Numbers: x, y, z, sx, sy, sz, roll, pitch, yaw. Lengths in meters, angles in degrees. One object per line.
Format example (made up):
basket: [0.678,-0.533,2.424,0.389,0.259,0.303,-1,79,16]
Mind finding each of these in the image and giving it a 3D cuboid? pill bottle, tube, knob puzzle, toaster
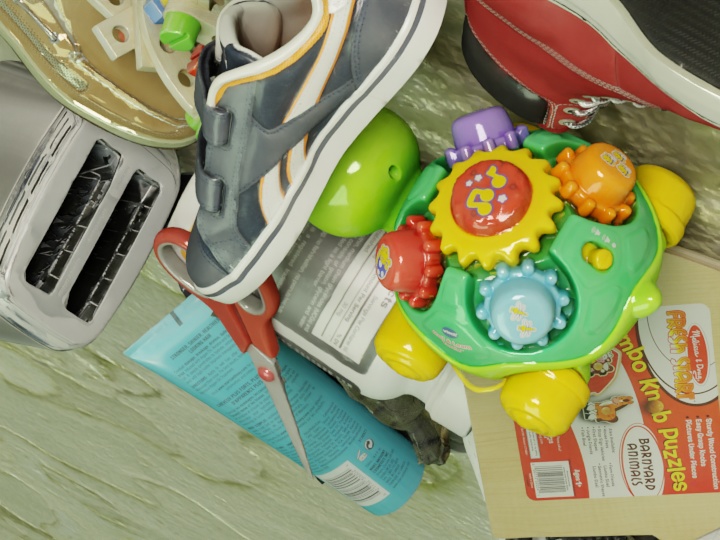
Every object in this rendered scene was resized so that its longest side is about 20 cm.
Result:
pill bottle: [0.000,0.000,1.165,0.200,0.116,0.116,33,157,6]
tube: [-0.045,0.080,1.273,0.200,0.077,0.050,39,-163,-30]
knob puzzle: [0.156,0.060,1.090,0.220,0.030,0.220,5,125,7]
toaster: [-0.201,-0.031,1.277,0.129,0.200,0.114,11,157,47]

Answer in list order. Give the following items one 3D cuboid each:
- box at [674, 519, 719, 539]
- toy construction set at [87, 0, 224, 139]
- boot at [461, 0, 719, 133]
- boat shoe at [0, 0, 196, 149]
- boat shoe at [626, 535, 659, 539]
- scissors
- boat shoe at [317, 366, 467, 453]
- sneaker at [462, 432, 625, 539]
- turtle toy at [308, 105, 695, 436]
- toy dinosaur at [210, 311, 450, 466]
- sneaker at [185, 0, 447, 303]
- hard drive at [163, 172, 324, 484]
box: [0.256,0.226,1.142,0.131,0.199,0.200,4,142,50]
toy construction set: [-0.071,-0.118,1.062,0.131,0.092,0.200,25,168,-21]
boot: [0.123,-0.086,0.889,0.200,0.072,0.144,34,159,25]
boat shoe: [-0.162,-0.146,1.175,0.200,0.072,0.076,35,146,0]
boat shoe: [0.165,0.145,1.274,0.074,0.073,0.200,35,158,0]
scissors: [-0.050,0.048,1.151,0.073,0.014,0.200,-1,130,41]
boat shoe: [-0.001,0.052,1.324,0.060,0.076,0.200,-6,133,50]
sneaker: [0.103,0.121,1.241,0.080,0.074,0.200,134,124,-77]
turtle toy: [0.055,-0.020,0.999,0.200,0.146,0.101,22,162,31]
toy dinosaur: [0.005,0.042,1.259,0.200,0.088,0.047,38,154,-29]
sneaker: [-0.045,-0.073,0.958,0.079,0.078,0.200,22,123,-23]
hard drive: [-0.068,0.033,1.345,0.200,0.042,0.135,58,-176,-40]
